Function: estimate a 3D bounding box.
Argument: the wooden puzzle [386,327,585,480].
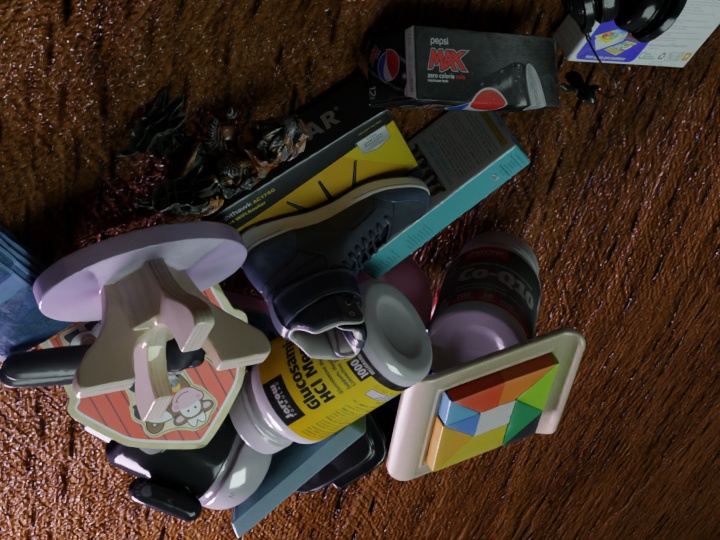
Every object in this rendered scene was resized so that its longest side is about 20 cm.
[{"bbox_3d":[0.132,0.147,1.770,0.198,0.037,0.186,-14,144,-18],"label":"wooden puzzle"}]

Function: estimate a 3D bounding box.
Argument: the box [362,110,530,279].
[{"bbox_3d":[0.066,-0.085,1.699,0.199,0.083,0.049,-37,150,10],"label":"box"}]

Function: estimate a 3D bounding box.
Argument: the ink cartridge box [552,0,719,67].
[{"bbox_3d":[0.312,-0.286,1.667,0.197,0.044,0.200,-4,143,-44],"label":"ink cartridge box"}]

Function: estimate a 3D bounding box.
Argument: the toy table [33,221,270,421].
[{"bbox_3d":[-0.177,0.041,1.492,0.198,0.118,0.184,-16,156,-19],"label":"toy table"}]

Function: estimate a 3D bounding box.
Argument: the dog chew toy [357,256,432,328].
[{"bbox_3d":[-0.016,0.026,1.772,0.199,0.125,0.125,17,127,-46],"label":"dog chew toy"}]

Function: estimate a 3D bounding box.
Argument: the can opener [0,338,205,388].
[{"bbox_3d":[-0.239,0.082,1.585,0.198,0.079,0.064,-11,157,-17],"label":"can opener"}]

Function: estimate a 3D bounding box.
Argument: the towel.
[{"bbox_3d":[-0.331,0.020,1.493,0.111,0.049,0.200,-33,154,3],"label":"towel"}]

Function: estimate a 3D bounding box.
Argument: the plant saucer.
[{"bbox_3d":[-0.068,0.199,1.767,0.019,0.070,0.200,36,117,-23],"label":"plant saucer"}]

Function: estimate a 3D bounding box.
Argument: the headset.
[{"bbox_3d":[0.233,-0.253,1.562,0.122,0.094,0.202,9,108,-14],"label":"headset"}]

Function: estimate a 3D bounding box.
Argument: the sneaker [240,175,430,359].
[{"bbox_3d":[-0.001,0.001,1.586,0.201,0.147,0.077,-22,149,-16],"label":"sneaker"}]

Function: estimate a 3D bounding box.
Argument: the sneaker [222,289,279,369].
[{"bbox_3d":[-0.148,0.068,1.732,0.071,0.080,0.199,-43,151,27],"label":"sneaker"}]

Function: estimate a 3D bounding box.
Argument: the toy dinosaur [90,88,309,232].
[{"bbox_3d":[-0.142,-0.080,1.478,0.200,0.102,0.136,-47,162,6],"label":"toy dinosaur"}]

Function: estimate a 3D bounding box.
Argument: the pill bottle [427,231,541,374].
[{"bbox_3d":[0.140,0.042,1.866,0.114,0.114,0.200,-47,-169,28],"label":"pill bottle"}]

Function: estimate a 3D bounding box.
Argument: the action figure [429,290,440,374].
[{"bbox_3d":[0.095,0.117,2.066,0.065,0.099,0.201,-12,150,-31],"label":"action figure"}]

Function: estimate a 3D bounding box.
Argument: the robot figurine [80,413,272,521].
[{"bbox_3d":[-0.187,0.168,1.758,0.199,0.125,0.151,27,90,-16],"label":"robot figurine"}]

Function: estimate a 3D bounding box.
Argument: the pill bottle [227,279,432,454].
[{"bbox_3d":[-0.035,0.102,1.683,0.199,0.113,0.112,-33,156,28],"label":"pill bottle"}]

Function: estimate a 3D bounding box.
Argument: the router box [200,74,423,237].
[{"bbox_3d":[-0.050,-0.085,1.608,0.199,0.051,0.149,-32,153,3],"label":"router box"}]

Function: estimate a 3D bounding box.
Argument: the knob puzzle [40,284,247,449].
[{"bbox_3d":[-0.196,0.094,1.648,0.217,0.030,0.222,-5,109,-14],"label":"knob puzzle"}]

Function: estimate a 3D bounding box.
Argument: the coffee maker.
[{"bbox_3d":[-0.010,0.140,1.882,0.193,0.134,0.200,-56,179,17],"label":"coffee maker"}]

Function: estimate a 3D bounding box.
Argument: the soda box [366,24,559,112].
[{"bbox_3d":[0.097,-0.183,1.558,0.199,0.072,0.063,-3,-179,-43],"label":"soda box"}]
